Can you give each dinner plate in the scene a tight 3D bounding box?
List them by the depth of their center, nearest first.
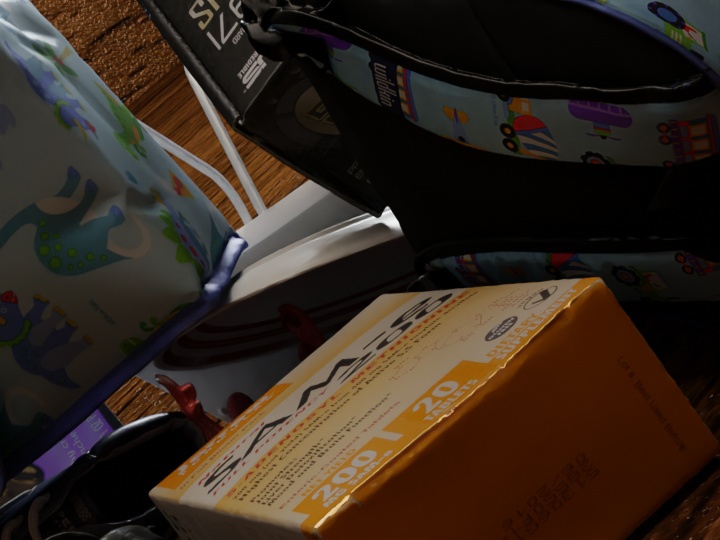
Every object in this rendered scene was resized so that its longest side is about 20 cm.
[{"bbox_3d":[0.000,0.000,1.056,0.200,0.024,0.200,-21,-10,-4],"label":"dinner plate"}]

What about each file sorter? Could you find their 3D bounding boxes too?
[{"bbox_3d":[-0.034,-0.041,1.158,0.200,0.125,0.139,-34,-29,13],"label":"file sorter"}]

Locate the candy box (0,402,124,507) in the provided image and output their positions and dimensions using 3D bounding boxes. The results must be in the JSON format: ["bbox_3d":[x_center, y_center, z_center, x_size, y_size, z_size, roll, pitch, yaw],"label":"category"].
[{"bbox_3d":[-0.208,0.113,1.096,0.200,0.168,0.072,-44,12,-32],"label":"candy box"}]

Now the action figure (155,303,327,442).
[{"bbox_3d":[-0.037,0.052,1.019,0.065,0.099,0.200,-38,13,-2],"label":"action figure"}]

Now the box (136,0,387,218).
[{"bbox_3d":[0.009,-0.151,1.001,0.200,0.086,0.164,-51,36,11],"label":"box"}]

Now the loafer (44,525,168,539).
[{"bbox_3d":[-0.100,0.131,0.915,0.068,0.070,0.201,-44,5,-24],"label":"loafer"}]

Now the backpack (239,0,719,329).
[{"bbox_3d":[0.086,-0.068,0.840,0.200,0.183,0.135,11,52,46],"label":"backpack"}]

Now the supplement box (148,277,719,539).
[{"bbox_3d":[0.017,0.069,0.819,0.126,0.074,0.200,-40,11,-17],"label":"supplement box"}]

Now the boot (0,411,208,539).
[{"bbox_3d":[-0.150,0.128,1.023,0.200,0.073,0.090,-37,-9,-36],"label":"boot"}]

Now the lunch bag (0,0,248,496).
[{"bbox_3d":[-0.178,0.002,1.000,0.200,0.170,0.127,-39,8,14],"label":"lunch bag"}]
